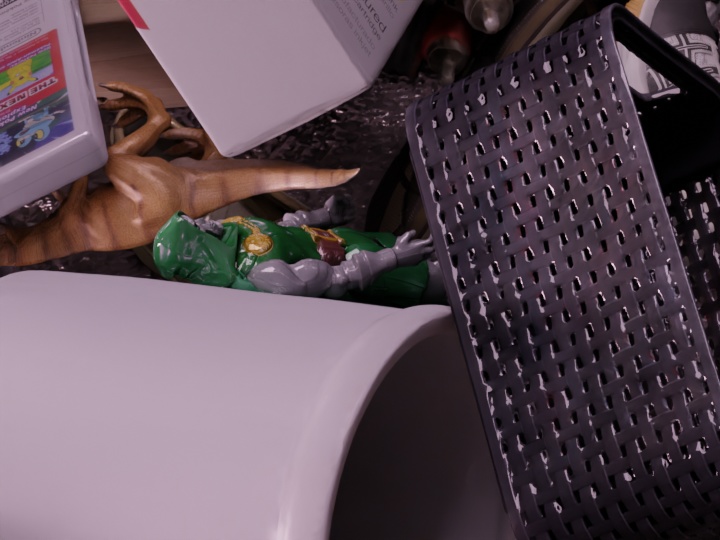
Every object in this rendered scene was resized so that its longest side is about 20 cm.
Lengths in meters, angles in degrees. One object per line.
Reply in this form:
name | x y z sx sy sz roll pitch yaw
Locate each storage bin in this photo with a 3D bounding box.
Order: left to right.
storage bin | 0.104 0.019 1.002 0.093 0.135 0.201 -24 65 23

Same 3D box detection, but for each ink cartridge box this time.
ink cartridge box | -0.036 -0.167 1.164 0.083 0.145 0.200 -25 21 30

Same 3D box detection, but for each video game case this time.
video game case | -0.215 -0.057 1.227 0.199 0.023 0.183 -26 34 5

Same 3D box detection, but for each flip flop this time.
flip flop | 0.075 -0.080 1.256 0.201 0.057 0.081 -58 16 -12

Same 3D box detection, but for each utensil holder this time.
utensil holder | -0.056 0.089 1.031 0.199 0.171 0.170 6 43 29

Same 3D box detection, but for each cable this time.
cable | 0.055 -0.153 1.302 0.050 0.097 0.200 27 31 -4

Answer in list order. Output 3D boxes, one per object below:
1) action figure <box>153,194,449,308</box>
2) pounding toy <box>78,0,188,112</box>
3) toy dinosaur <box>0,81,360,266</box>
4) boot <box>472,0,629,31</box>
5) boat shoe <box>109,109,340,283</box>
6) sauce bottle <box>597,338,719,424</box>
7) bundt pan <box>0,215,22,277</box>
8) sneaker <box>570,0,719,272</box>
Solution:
action figure | 0.000 0.000 1.125 0.199 0.055 0.118 6 15 -35
pounding toy | -0.057 -0.188 1.352 0.183 0.142 0.201 -1 68 38
toy dinosaur | -0.083 -0.035 1.184 0.199 0.061 0.107 -14 41 15
boot | 0.076 -0.173 1.378 0.173 0.069 0.200 12 48 30
boat shoe | -0.055 -0.014 1.236 0.073 0.063 0.201 -30 40 -17
sauce bottle | 0.181 0.056 1.066 0.199 0.066 0.066 6 43 26
bundt pan | -0.242 0.043 1.223 0.201 0.076 0.202 -10 39 8
sneaker | 0.149 -0.067 1.236 0.087 0.076 0.200 15 47 10
